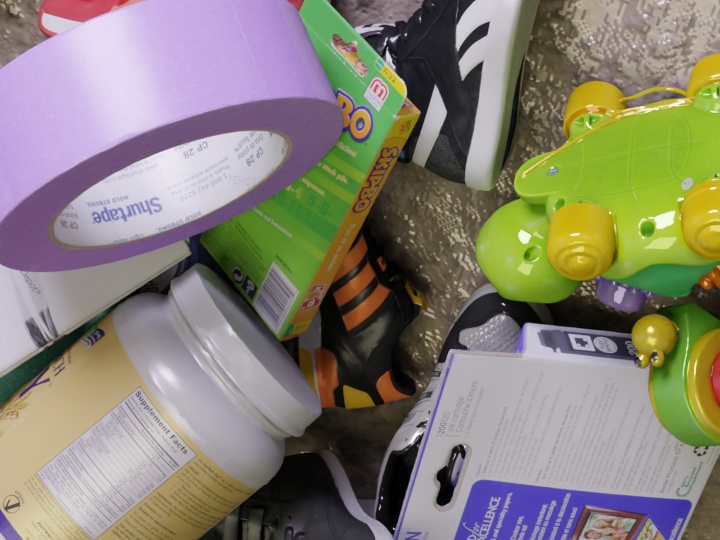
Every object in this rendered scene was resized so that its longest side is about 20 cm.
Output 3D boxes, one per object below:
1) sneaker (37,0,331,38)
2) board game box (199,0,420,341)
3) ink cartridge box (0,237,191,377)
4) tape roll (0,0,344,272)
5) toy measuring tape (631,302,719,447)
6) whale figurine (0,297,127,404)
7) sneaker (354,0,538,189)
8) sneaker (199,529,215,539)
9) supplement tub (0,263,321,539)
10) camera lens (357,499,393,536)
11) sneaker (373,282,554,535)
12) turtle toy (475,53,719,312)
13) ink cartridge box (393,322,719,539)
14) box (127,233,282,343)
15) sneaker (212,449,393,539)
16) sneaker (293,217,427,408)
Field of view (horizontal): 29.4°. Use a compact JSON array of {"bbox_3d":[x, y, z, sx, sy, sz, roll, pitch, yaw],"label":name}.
[{"bbox_3d":[-0.108,-0.194,0.859,0.200,0.078,0.116,6,104,13],"label":"sneaker"},{"bbox_3d":[-0.033,-0.060,0.821,0.096,0.030,0.200,49,134,26],"label":"board game box"},{"bbox_3d":[-0.229,-0.017,0.851,0.147,0.200,0.086,58,164,-5],"label":"ink cartridge box"},{"bbox_3d":[-0.112,-0.070,0.736,0.200,0.200,0.066,-30,76,31],"label":"tape roll"},{"bbox_3d":[0.232,0.085,0.809,0.200,0.074,0.074,31,126,-25],"label":"toy measuring tape"},{"bbox_3d":[-0.214,0.077,0.946,0.200,0.104,0.159,42,111,-4],"label":"whale figurine"},{"bbox_3d":[0.042,-0.147,0.799,0.112,0.073,0.200,16,121,12],"label":"sneaker"},{"bbox_3d":[-0.077,0.173,1.024,0.112,0.073,0.200,34,131,-1],"label":"sneaker"},{"bbox_3d":[-0.139,0.105,0.856,0.200,0.145,0.145,-40,97,3],"label":"supplement tub"},{"bbox_3d":[-0.004,0.288,0.993,0.160,0.160,0.200,18,120,12],"label":"camera lens"},{"bbox_3d":[0.068,0.101,0.914,0.076,0.088,0.200,27,121,9],"label":"sneaker"},{"bbox_3d":[0.156,-0.034,0.794,0.200,0.146,0.101,-10,132,26],"label":"turtle toy"},{"bbox_3d":[0.124,0.127,0.883,0.200,0.043,0.198,6,122,-14],"label":"ink cartridge box"},{"bbox_3d":[-0.141,-0.038,0.953,0.160,0.044,0.200,5,116,20],"label":"box"},{"bbox_3d":[-0.040,0.184,0.888,0.099,0.200,0.071,-2,114,-21],"label":"sneaker"},{"bbox_3d":[0.000,0.000,0.912,0.090,0.070,0.200,0,114,0],"label":"sneaker"}]
